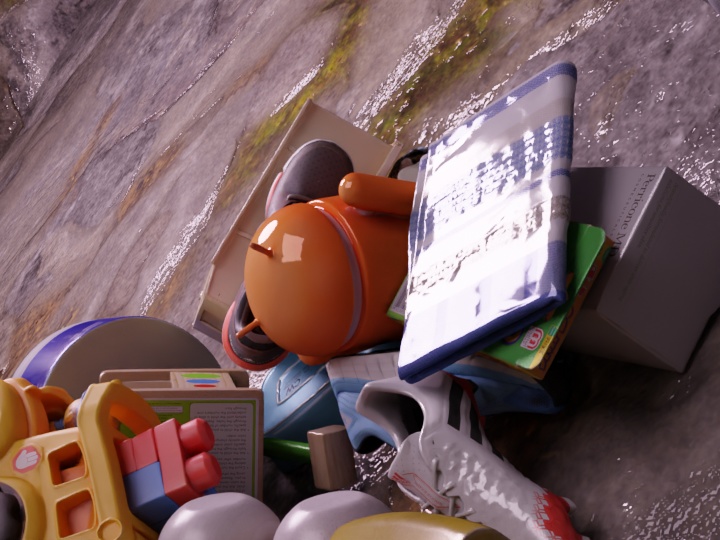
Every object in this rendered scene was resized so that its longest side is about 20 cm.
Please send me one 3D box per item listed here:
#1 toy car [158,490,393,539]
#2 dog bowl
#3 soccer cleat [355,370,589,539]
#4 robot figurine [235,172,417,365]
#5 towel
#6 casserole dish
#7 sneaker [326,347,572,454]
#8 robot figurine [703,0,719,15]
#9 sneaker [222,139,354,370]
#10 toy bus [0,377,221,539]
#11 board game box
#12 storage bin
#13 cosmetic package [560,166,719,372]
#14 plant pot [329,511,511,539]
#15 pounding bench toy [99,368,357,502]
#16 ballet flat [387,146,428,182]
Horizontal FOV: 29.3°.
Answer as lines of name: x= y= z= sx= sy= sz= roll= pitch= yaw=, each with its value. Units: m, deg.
toy car: x=-0.025 y=0.217 z=0.860 sx=0.200 sy=0.175 sz=0.150 roll=-6 pitch=6 yaw=28
dog bowl: x=-0.214 y=0.141 z=1.233 sx=0.079 sy=0.200 sz=0.200 roll=-9 pitch=49 yaw=54
soccer cleat: x=0.064 y=0.133 z=0.840 sx=0.200 sy=0.085 sz=0.069 roll=57 pitch=134 yaw=45
robot figurine: x=0.000 y=-0.002 z=1.019 sx=0.144 sy=0.200 sz=0.117 roll=-27 pitch=76 yaw=57
towel: x=0.083 y=-0.032 z=0.884 sx=0.147 sy=0.024 sz=0.200 roll=-32 pitch=37 yaw=40
casserole dish: x=-0.026 y=0.085 z=1.170 sx=0.200 sy=0.039 sz=0.121 roll=-43 pitch=26 yaw=24
sneaker: x=0.066 y=0.097 z=0.971 sx=0.200 sy=0.078 sz=0.090 roll=-7 pitch=88 yaw=43
robot figurine: x=0.299 y=-0.219 z=0.900 sx=0.200 sy=0.113 sz=0.170 roll=-3 pitch=69 yaw=60
sneaker: x=-0.048 y=-0.016 z=1.096 sx=0.082 sy=0.077 sz=0.200 roll=126 pitch=163 yaw=-76
toy bus: x=-0.184 y=0.142 z=0.932 sx=0.192 sy=0.136 sz=0.200 roll=-29 pitch=49 yaw=7
board game box: x=0.088 y=0.008 z=0.885 sx=0.096 sy=0.030 sz=0.200 roll=-62 pitch=22 yaw=-5
storage bin: x=-0.065 y=-0.028 z=1.240 sx=0.199 sy=0.094 sz=0.200 roll=-61 pitch=4 yaw=-14
cosmetic package: x=0.148 y=-0.006 z=0.922 sx=0.108 sy=0.085 sz=0.200 roll=-63 pitch=24 yaw=-11
plant pot: x=0.038 y=0.231 z=0.677 sx=0.200 sy=0.200 sz=0.176 roll=-57 pitch=21 yaw=-7
pounding bench toy: x=-0.110 y=0.147 z=1.107 sx=0.156 sy=0.200 sz=0.124 roll=-163 pitch=73 yaw=-81
ballet flat: x=0.027 y=-0.034 z=1.149 sx=0.074 sy=0.074 sz=0.200 roll=-31 pitch=24 yaw=40
